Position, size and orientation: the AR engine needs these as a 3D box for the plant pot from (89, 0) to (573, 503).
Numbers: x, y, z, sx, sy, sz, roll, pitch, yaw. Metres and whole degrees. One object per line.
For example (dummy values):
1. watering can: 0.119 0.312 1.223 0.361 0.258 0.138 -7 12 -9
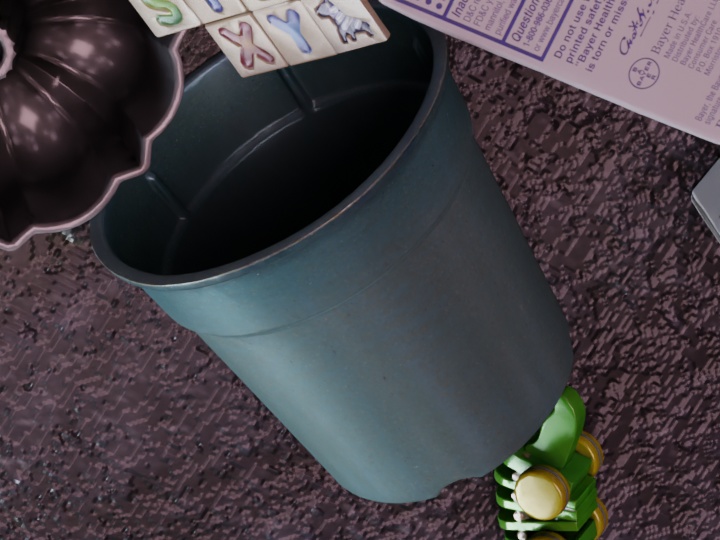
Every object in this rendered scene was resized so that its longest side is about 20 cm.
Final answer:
1. plant pot: 0.000 0.000 1.266 0.200 0.200 0.196 -35 123 0

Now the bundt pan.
1. bundt pan: -0.189 -0.114 1.225 0.202 0.076 0.202 -5 111 -14

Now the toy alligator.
1. toy alligator: 0.105 0.155 1.421 0.054 0.059 0.200 7 117 28

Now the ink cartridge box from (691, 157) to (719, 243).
1. ink cartridge box: 0.304 -0.031 1.371 0.200 0.084 0.145 33 104 -20

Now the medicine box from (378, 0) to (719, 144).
1. medicine box: 0.089 -0.162 1.221 0.200 0.182 0.103 21 103 -21

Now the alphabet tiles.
1. alphabet tiles: -0.075 -0.170 1.120 0.200 0.166 0.006 53 52 -25
